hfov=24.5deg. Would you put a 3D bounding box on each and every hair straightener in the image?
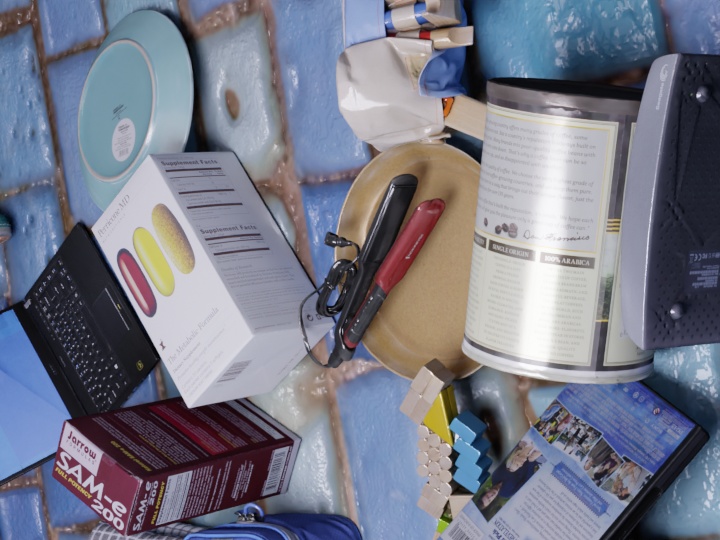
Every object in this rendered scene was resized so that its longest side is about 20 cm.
[{"bbox_3d":[0.000,0.000,1.395,0.077,0.041,0.201,45,126,29],"label":"hair straightener"}]

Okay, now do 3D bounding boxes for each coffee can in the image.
[{"bbox_3d":[0.154,-0.033,1.212,0.146,0.146,0.202,14,104,39],"label":"coffee can"}]

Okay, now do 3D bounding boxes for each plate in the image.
[{"bbox_3d":[-0.226,-0.151,1.586,0.199,0.025,0.202,-10,76,48],"label":"plate"}]

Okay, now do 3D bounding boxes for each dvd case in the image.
[{"bbox_3d":[0.152,0.164,1.225,0.200,0.018,0.143,-50,33,0],"label":"dvd case"}]

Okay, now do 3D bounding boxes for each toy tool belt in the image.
[{"bbox_3d":[0.052,-0.198,1.320,0.122,0.125,0.202,-3,84,18],"label":"toy tool belt"}]

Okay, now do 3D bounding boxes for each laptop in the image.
[{"bbox_3d":[-0.324,0.084,1.673,0.200,0.103,0.178,-48,65,33],"label":"laptop"}]

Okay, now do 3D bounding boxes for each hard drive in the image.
[{"bbox_3d":[0.239,-0.050,1.150,0.042,0.134,0.202,20,109,53],"label":"hard drive"}]

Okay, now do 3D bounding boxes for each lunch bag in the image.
[{"bbox_3d":[-0.080,0.303,1.462,0.135,0.132,0.202,-8,90,41],"label":"lunch bag"}]

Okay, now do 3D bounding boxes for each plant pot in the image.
[{"bbox_3d":[0.060,-0.008,1.377,0.199,0.027,0.202,6,99,40],"label":"plant pot"}]

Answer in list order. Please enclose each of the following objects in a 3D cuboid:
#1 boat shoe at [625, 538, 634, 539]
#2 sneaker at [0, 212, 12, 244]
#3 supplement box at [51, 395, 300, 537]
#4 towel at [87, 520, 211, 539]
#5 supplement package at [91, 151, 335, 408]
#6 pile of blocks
[{"bbox_3d":[0.197,0.297,1.268,0.073,0.074,0.202,32,108,47],"label":"boat shoe"},{"bbox_3d":[-0.450,-0.055,1.790,0.199,0.071,0.081,-7,94,43],"label":"sneaker"},{"bbox_3d":[-0.161,0.166,1.473,0.108,0.199,0.061,31,114,35],"label":"supplement box"},{"bbox_3d":[-0.187,0.345,1.592,0.165,0.085,0.202,0,94,42],"label":"towel"},{"bbox_3d":[-0.135,0.005,1.494,0.114,0.109,0.201,-47,65,33],"label":"supplement package"},{"bbox_3d":[0.088,0.166,1.352,0.081,0.062,0.202,-2,103,29],"label":"pile of blocks"}]
